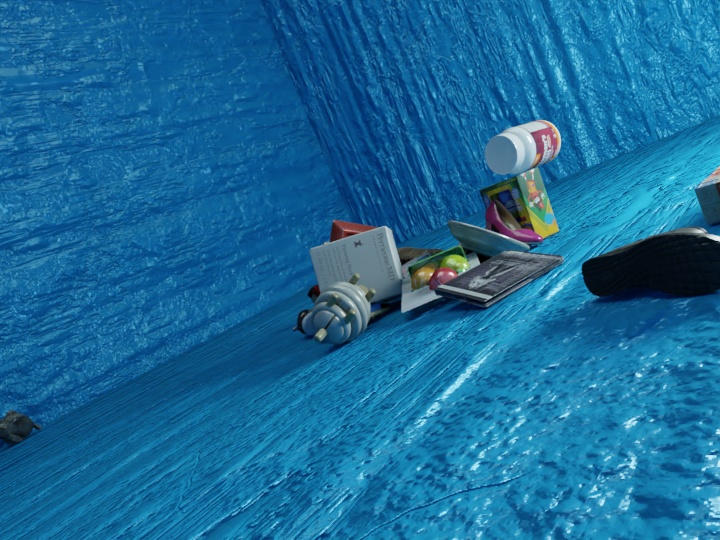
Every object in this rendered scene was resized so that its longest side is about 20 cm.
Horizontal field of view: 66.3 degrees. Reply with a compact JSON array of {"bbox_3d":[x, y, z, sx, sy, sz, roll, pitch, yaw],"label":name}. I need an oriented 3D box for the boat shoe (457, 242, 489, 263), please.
[{"bbox_3d":[0.305,-0.052,1.400,0.071,0.073,0.199,-23,-2,32],"label":"boat shoe"}]

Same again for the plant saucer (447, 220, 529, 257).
[{"bbox_3d":[0.290,-0.062,1.281,0.197,0.051,0.200,18,3,-1],"label":"plant saucer"}]

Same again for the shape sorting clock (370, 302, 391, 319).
[{"bbox_3d":[-0.019,0.114,1.354,0.196,0.040,0.200,-16,-1,0],"label":"shape sorting clock"}]

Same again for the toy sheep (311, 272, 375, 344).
[{"bbox_3d":[-0.041,0.090,1.185,0.137,0.140,0.199,-20,10,41],"label":"toy sheep"}]

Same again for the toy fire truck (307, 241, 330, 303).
[{"bbox_3d":[-0.077,0.009,1.787,0.175,0.128,0.202,-28,-29,-45],"label":"toy fire truck"}]

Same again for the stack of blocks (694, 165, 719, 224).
[{"bbox_3d":[0.598,-0.139,0.826,0.199,0.059,0.114,-28,5,-39],"label":"stack of blocks"}]

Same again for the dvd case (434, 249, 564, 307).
[{"bbox_3d":[0.256,0.010,1.027,0.198,0.016,0.148,-25,18,-24],"label":"dvd case"}]

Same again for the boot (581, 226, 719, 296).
[{"bbox_3d":[0.373,-0.023,0.650,0.130,0.071,0.199,-20,6,-23],"label":"boot"}]

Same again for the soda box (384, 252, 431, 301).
[{"bbox_3d":[0.134,0.016,1.559,0.068,0.064,0.199,-20,6,44],"label":"soda box"}]

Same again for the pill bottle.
[{"bbox_3d":[0.396,-0.299,1.348,0.198,0.111,0.109,-24,3,-40],"label":"pill bottle"}]

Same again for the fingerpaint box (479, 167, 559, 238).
[{"bbox_3d":[0.405,-0.158,1.435,0.072,0.170,0.200,-21,4,-14],"label":"fingerpaint box"}]

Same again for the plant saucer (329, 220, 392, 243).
[{"bbox_3d":[0.002,-0.024,1.520,0.197,0.204,0.037,7,3,-31],"label":"plant saucer"}]

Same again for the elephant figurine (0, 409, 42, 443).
[{"bbox_3d":[-1.422,0.644,2.234,0.155,0.142,0.200,-41,4,-22],"label":"elephant figurine"}]

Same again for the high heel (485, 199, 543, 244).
[{"bbox_3d":[0.374,-0.120,1.353,0.066,0.098,0.199,4,10,-32],"label":"high heel"}]

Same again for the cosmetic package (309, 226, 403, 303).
[{"bbox_3d":[0.000,0.000,1.375,0.197,0.170,0.166,-17,-2,8],"label":"cosmetic package"}]

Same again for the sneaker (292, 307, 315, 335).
[{"bbox_3d":[-0.104,0.118,1.547,0.199,0.077,0.113,-31,10,-36],"label":"sneaker"}]

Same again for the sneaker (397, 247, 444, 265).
[{"bbox_3d":[0.170,-0.034,1.679,0.196,0.072,0.076,-7,11,3],"label":"sneaker"}]

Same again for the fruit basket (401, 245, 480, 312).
[{"bbox_3d":[0.175,0.026,1.189,0.183,0.095,0.201,-23,20,12],"label":"fruit basket"}]
